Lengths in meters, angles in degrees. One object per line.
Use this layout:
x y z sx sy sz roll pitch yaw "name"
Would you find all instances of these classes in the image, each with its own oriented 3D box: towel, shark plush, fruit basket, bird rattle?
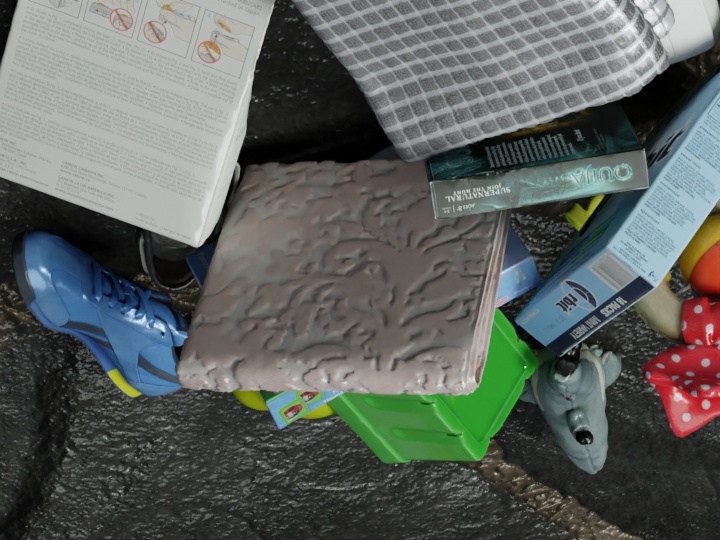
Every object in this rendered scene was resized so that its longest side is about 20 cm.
-0.005 0.004 1.570 0.199 0.191 0.032 -1 138 19 "towel"
0.067 -0.158 1.448 0.200 0.086 0.166 -16 134 31 "towel"
0.169 0.094 1.803 0.091 0.084 0.200 -9 164 -7 "shark plush"
-0.003 0.047 1.751 0.215 0.156 0.216 29 162 10 "fruit basket"
0.238 0.007 1.693 0.163 0.200 0.113 -38 137 -4 "bird rattle"

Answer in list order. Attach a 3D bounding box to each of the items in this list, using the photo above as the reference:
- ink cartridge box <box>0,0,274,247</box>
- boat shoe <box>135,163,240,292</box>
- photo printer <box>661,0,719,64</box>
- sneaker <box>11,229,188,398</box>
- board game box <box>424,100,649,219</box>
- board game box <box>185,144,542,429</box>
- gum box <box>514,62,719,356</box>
-0.146 -0.130 1.547 0.160 0.050 0.200 20 116 2 "ink cartridge box"
-0.117 -0.068 1.634 0.074 0.060 0.200 5 136 -15 "boat shoe"
0.128 -0.204 1.521 0.166 0.070 0.200 -16 137 11 "photo printer"
-0.172 0.024 1.715 0.078 0.066 0.200 -14 144 23 "sneaker"
0.106 -0.084 1.562 0.135 0.200 0.028 -9 109 2 "board game box"
0.000 0.000 1.623 0.200 0.151 0.037 -28 138 -5 "board game box"
0.196 -0.051 1.574 0.045 0.200 0.170 39 157 -2 "gum box"
